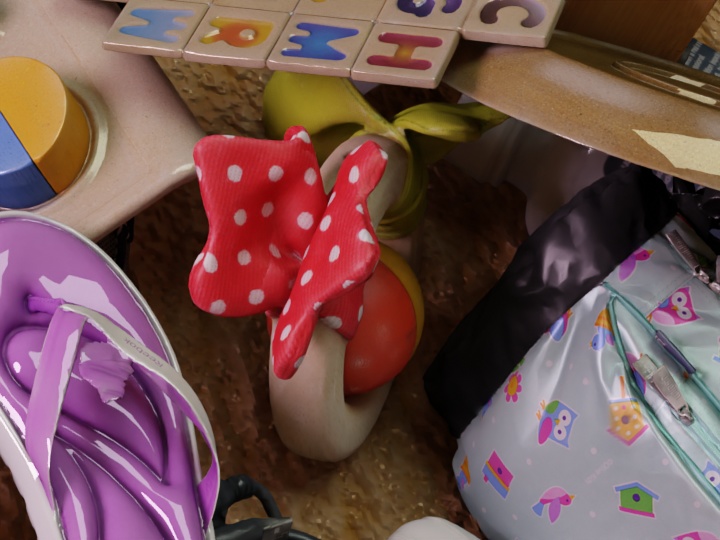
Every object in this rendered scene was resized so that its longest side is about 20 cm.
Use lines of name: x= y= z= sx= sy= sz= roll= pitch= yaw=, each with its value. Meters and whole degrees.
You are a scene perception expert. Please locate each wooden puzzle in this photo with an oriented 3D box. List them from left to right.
wooden puzzle: x=-0.182 y=-0.060 z=0.957 sx=0.199 sy=0.046 sz=0.186 roll=-32 pitch=60 yaw=-7

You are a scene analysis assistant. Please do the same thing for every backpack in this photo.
backpack: x=0.123 y=0.079 z=0.971 sx=0.126 sy=0.167 sz=0.200 roll=-30 pitch=75 yaw=-35

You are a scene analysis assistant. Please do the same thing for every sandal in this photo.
sandal: x=-0.083 y=0.059 z=0.854 sx=0.082 sy=0.050 sz=0.204 roll=-5 pitch=61 yaw=-34

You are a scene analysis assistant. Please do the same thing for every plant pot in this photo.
plant pot: x=0.126 y=-0.061 z=0.962 sx=0.199 sy=0.028 sz=0.200 roll=17 pitch=10 yaw=-3

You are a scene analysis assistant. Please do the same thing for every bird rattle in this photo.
bird rattle: x=0.000 y=0.000 z=0.965 sx=0.112 sy=0.164 sz=0.200 roll=5 pitch=31 yaw=8

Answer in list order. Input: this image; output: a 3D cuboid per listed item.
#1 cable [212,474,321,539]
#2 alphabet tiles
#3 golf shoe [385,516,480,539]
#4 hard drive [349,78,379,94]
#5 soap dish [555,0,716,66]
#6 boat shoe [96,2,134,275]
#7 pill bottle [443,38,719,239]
cable: x=-0.060 y=0.165 z=0.857 sx=0.199 sy=0.051 sz=0.163 roll=-26 pitch=70 yaw=-39
alphabet tiles: x=-0.012 y=-0.127 z=0.970 sx=0.198 sy=0.006 sz=0.167 roll=8 pitch=40 yaw=16
golf shoe: x=0.086 y=0.154 z=0.904 sx=0.072 sy=0.092 sz=0.200 roll=-25 pitch=60 yaw=-42
hard drive: x=0.054 y=-0.133 z=1.163 sx=0.026 sy=0.132 sz=0.200 roll=56 pitch=43 yaw=-5
soap dish: x=0.149 y=-0.185 z=1.066 sx=0.081 sy=0.158 sz=0.200 roll=29 pitch=49 yaw=1
boat shoe: x=-0.122 y=-0.046 z=1.005 sx=0.074 sy=0.093 sz=0.201 roll=9 pitch=43 yaw=-19
pill bottle: x=0.143 y=-0.042 z=1.118 sx=0.199 sy=0.120 sz=0.120 roll=31 pitch=40 yaw=5
